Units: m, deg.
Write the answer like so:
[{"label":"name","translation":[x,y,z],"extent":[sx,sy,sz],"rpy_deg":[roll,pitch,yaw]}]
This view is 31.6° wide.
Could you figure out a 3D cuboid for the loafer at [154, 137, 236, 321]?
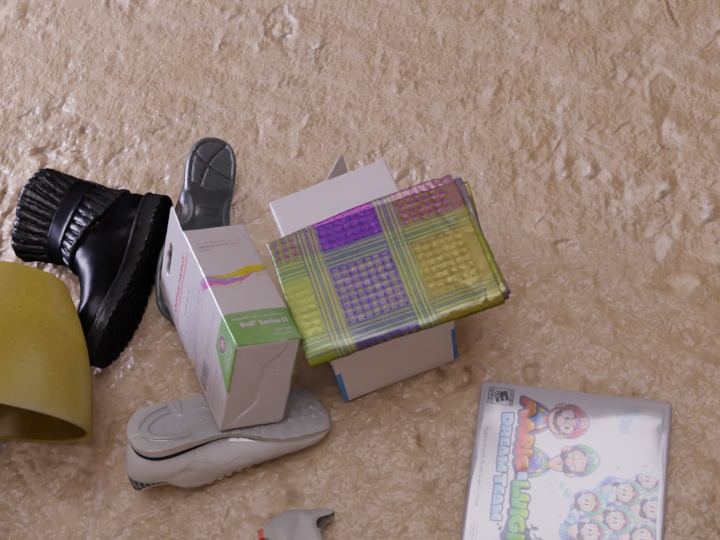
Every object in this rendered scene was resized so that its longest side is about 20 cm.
[{"label":"loafer","translation":[-0.172,-0.039,1.346],"extent":[0.072,0.063,0.201],"rpy_deg":[15,76,-14]}]

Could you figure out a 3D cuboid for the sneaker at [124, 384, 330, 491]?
[{"label":"sneaker","translation":[-0.127,0.162,1.221],"extent":[0.199,0.081,0.076],"rpy_deg":[-5,39,-17]}]

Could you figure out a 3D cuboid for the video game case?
[{"label":"video game case","translation":[0.190,0.206,1.178],"extent":[0.181,0.024,0.201],"rpy_deg":[6,62,10]}]

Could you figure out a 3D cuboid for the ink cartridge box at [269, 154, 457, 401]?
[{"label":"ink cartridge box","translation":[0.000,0.000,1.256],"extent":[0.125,0.129,0.200],"rpy_deg":[-21,60,-4]}]

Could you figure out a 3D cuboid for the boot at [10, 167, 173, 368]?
[{"label":"boot","translation":[-0.298,-0.005,1.326],"extent":[0.157,0.080,0.212],"rpy_deg":[11,58,10]}]

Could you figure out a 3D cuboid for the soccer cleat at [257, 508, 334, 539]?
[{"label":"soccer cleat","translation":[-0.035,0.302,1.133],"extent":[0.077,0.069,0.200],"rpy_deg":[-15,58,-4]}]

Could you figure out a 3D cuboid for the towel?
[{"label":"towel","translation":[0.027,-0.001,1.167],"extent":[0.199,0.023,0.144],"rpy_deg":[-20,62,-2]}]

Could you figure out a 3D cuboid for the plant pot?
[{"label":"plant pot","translation":[-0.341,0.073,1.207],"extent":[0.199,0.200,0.142],"rpy_deg":[4,71,10]}]

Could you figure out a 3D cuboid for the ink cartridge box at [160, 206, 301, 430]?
[{"label":"ink cartridge box","translation":[-0.128,0.038,1.212],"extent":[0.067,0.117,0.200],"rpy_deg":[-8,45,-25]}]
